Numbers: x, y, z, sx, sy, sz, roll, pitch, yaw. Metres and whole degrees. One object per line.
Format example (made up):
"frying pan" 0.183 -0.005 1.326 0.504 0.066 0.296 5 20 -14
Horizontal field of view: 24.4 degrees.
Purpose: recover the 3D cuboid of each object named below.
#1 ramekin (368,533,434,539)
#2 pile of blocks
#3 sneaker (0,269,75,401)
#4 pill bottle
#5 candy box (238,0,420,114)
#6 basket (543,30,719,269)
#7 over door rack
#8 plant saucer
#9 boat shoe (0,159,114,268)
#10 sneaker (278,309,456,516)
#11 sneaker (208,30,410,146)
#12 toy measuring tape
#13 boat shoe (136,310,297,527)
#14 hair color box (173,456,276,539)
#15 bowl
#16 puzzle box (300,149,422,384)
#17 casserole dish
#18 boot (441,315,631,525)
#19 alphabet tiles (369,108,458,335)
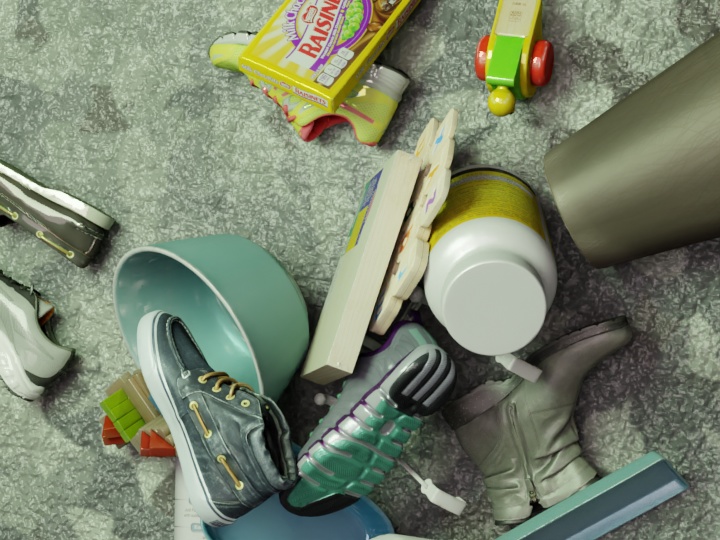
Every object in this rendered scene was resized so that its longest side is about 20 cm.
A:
"ramekin" 0.031 0.317 1.416 0.094 0.202 0.203 24 94 -25
"pile of blocks" -0.192 0.138 1.536 0.200 0.062 0.082 1 118 48
"sneaker" -0.353 0.030 1.651 0.079 0.074 0.200 -35 82 2
"pill bottle" 0.108 -0.008 1.422 0.112 0.200 0.113 0 113 1
"candy box" -0.016 -0.236 1.530 0.102 0.026 0.200 25 60 19
"basket" 0.270 -0.091 1.427 0.200 0.136 0.181 -26 76 18
"over door rack" 0.048 0.099 1.477 0.200 0.067 0.148 36 99 46
"plant saucer" 0.189 0.220 1.462 0.200 0.070 0.019 -31 51 13
"boat shoe" -0.342 -0.069 1.648 0.201 0.072 0.061 26 90 15
"sneaker" 0.001 0.126 1.441 0.200 0.074 0.088 -45 35 15
"sneaker" -0.058 -0.169 1.565 0.200 0.078 0.090 17 97 20
"toy measuring tape" 0.149 -0.223 1.522 0.073 0.074 0.200 7 65 18
"boat shoe" -0.120 0.113 1.434 0.091 0.071 0.201 -29 73 23
"hair color box" -0.120 0.272 1.556 0.099 0.061 0.200 -1 86 17
"bowl" -0.124 0.047 1.528 0.201 0.105 0.201 28 135 33
"puzzle box" 0.000 0.000 1.474 0.025 0.133 0.200 20 79 -8
"casserole dish" -0.060 0.232 1.505 0.200 0.039 0.121 39 73 -15
"boot" 0.179 0.135 1.474 0.200 0.068 0.131 -34 79 21
"alphabet tiles" 0.042 -0.041 1.464 0.015 0.200 0.196 21 133 -11
